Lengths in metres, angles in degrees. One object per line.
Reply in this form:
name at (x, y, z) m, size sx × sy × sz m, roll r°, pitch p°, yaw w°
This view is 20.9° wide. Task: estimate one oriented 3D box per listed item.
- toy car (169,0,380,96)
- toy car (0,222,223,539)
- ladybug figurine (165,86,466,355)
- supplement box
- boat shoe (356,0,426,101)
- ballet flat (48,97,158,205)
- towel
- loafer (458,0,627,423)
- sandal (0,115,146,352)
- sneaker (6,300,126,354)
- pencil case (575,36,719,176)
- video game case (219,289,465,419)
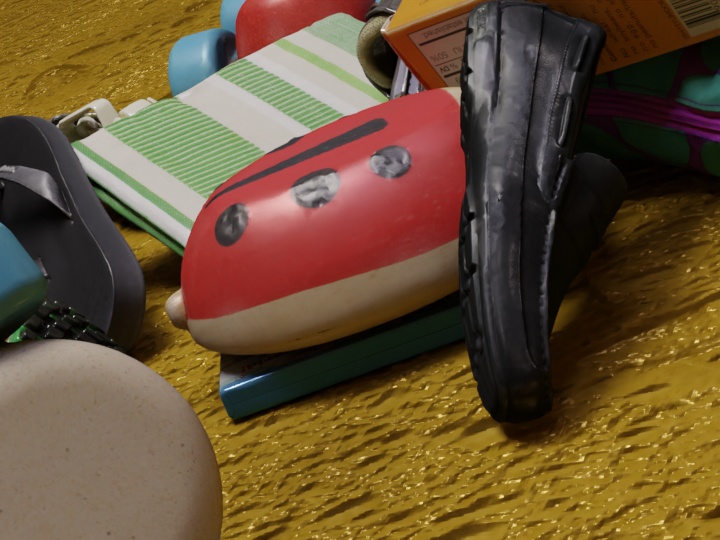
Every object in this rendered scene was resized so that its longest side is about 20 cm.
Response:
toy car at (-0.039, -0.218, 1.237) m, size 0.184 × 0.200 × 0.177 m, roll -10°, pitch 24°, yaw 26°
toy car at (-0.150, 0.117, 0.689) m, size 0.177 × 0.184 × 0.200 m, roll -36°, pitch -3°, yaw -31°
ladybug figurine at (0.000, -0.027, 0.900) m, size 0.200 × 0.072 × 0.136 m, roll -25°, pitch 22°, yaw -8°
supplement box at (0.108, -0.133, 0.890) m, size 0.200 × 0.069 × 0.067 m, roll -12°, pitch 39°, yaw 41°
boat shoe at (0.030, -0.123, 1.036) m, size 0.065 × 0.073 × 0.200 m, roll -1°, pitch 36°, yaw -7°
ballet flat at (-0.139, -0.071, 1.188) m, size 0.072 × 0.072 × 0.200 m, roll -35°, pitch 25°, yaw -30°
towel at (-0.043, -0.074, 1.070) m, size 0.200 × 0.023 × 0.152 m, roll -31°, pitch 42°, yaw -27°
loafer at (0.076, -0.030, 0.813) m, size 0.070 × 0.068 × 0.201 m, roll 3°, pitch 58°, yaw 1°
sandal at (-0.171, -0.026, 1.037) m, size 0.043 × 0.076 × 0.200 m, roll 1°, pitch 26°, yaw -33°
sneaker at (-0.152, 0.076, 0.846) m, size 0.085 × 0.078 × 0.200 m, roll -45°, pitch -1°, yaw 24°
pencil case at (0.164, -0.082, 0.907) m, size 0.092 × 0.085 × 0.200 m, roll -19°, pitch 18°, yaw -26°
video game case at (0.000, 0.000, 0.960) m, size 0.143 × 0.018 × 0.200 m, roll -19°, pitch 22°, yaw 5°
